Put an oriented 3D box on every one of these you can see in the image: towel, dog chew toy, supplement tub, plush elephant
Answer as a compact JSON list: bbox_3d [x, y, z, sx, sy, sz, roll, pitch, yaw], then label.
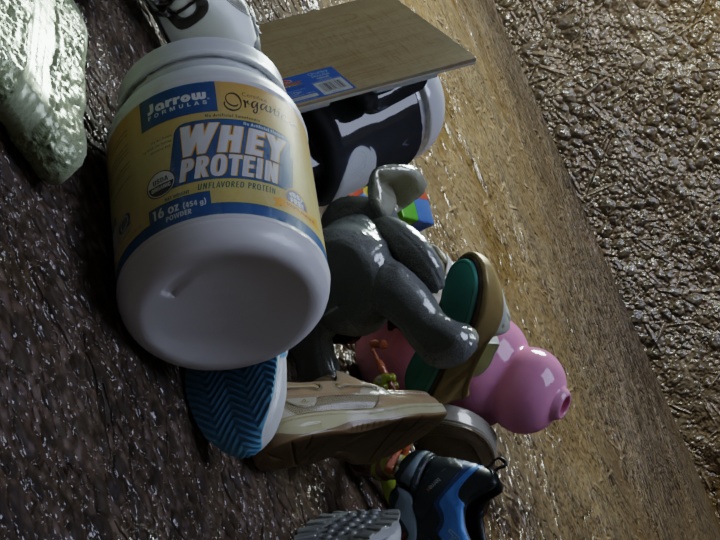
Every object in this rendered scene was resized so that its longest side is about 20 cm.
[{"bbox_3d":[-0.225,-0.163,1.356,0.149,0.036,0.200,56,19,-38],"label":"towel"},{"bbox_3d":[0.096,0.085,1.854,0.125,0.199,0.125,-45,147,-41],"label":"dog chew toy"},{"bbox_3d":[-0.102,-0.048,1.420,0.145,0.144,0.200,52,21,-47],"label":"supplement tub"},{"bbox_3d":[0.000,0.000,1.680,0.200,0.164,0.155,58,25,-3],"label":"plush elephant"}]

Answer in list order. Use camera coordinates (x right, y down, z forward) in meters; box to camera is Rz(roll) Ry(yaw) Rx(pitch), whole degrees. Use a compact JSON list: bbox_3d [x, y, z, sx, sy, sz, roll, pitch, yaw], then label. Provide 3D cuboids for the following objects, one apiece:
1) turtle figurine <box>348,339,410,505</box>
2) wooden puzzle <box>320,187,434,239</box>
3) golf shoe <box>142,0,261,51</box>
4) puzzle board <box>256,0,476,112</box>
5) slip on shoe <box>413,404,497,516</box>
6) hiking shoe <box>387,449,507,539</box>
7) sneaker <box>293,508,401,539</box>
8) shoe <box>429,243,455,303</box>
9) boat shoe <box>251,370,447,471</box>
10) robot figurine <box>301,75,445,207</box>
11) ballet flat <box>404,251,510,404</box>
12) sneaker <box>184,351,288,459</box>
[{"bbox_3d":[0.023,0.162,1.736,0.200,0.064,0.162,-103,173,-63],"label":"turtle figurine"},{"bbox_3d":[0.002,-0.107,1.992,0.185,0.046,0.201,10,55,-51],"label":"wooden puzzle"},{"bbox_3d":[-0.154,-0.230,1.656,0.200,0.078,0.094,56,17,2],"label":"golf shoe"},{"bbox_3d":[-0.025,-0.181,1.743,0.151,0.199,0.017,43,-37,47],"label":"puzzle board"},{"bbox_3d":[0.082,0.187,1.858,0.200,0.076,0.061,85,17,-59],"label":"slip on shoe"},{"bbox_3d":[0.063,0.244,1.618,0.074,0.086,0.201,3,92,-68],"label":"hiking shoe"},{"bbox_3d":[-0.010,0.234,1.520,0.200,0.076,0.081,-47,126,-70],"label":"sneaker"},{"bbox_3d":[0.036,0.006,1.791,0.070,0.199,0.053,-84,-166,-46],"label":"shoe"},{"bbox_3d":[-0.012,0.106,1.573,0.200,0.071,0.065,0,54,-49],"label":"boat shoe"},{"bbox_3d":[-0.018,-0.133,1.801,0.150,0.200,0.125,28,-47,38],"label":"robot figurine"},{"bbox_3d":[0.091,0.047,1.714,0.200,0.063,0.069,116,-34,-53],"label":"ballet flat"},{"bbox_3d":[-0.082,0.055,1.487,0.081,0.076,0.200,55,21,-46],"label":"sneaker"}]
